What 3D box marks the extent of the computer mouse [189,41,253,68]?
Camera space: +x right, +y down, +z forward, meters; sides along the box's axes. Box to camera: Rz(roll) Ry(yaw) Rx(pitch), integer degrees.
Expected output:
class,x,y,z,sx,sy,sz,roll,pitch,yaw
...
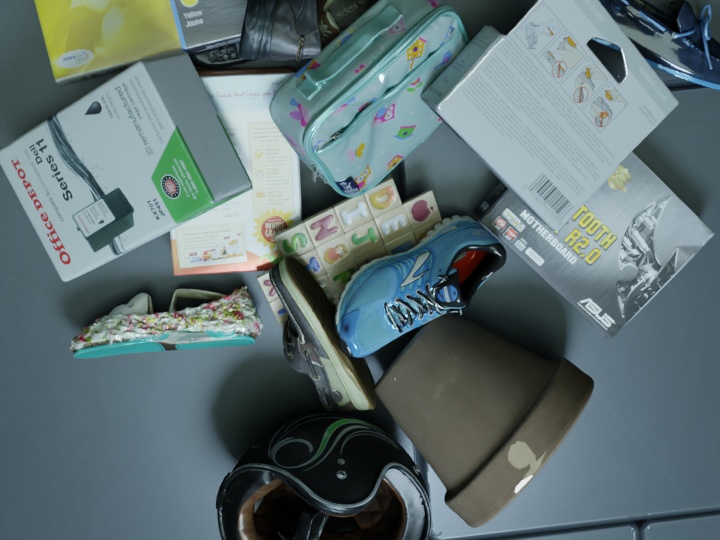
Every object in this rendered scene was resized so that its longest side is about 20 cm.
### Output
class,x,y,z,sx,sy,sz,roll,pitch,yaw
computer mouse,-0.078,-0.241,1.089,0.199,0.034,0.059,-13,96,-6

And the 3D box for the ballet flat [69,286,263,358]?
class,x,y,z,sx,sy,sz,roll,pitch,yaw
ballet flat,-0.202,0.053,1.151,0.199,0.076,0.064,-4,76,-8

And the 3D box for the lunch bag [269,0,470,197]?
class,x,y,z,sx,sy,sz,roll,pitch,yaw
lunch bag,0.015,-0.167,1.037,0.200,0.160,0.077,-44,66,-2

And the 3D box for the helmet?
class,x,y,z,sx,sy,sz,roll,pitch,yaw
helmet,-0.031,0.243,1.147,0.199,0.190,0.201,8,104,34

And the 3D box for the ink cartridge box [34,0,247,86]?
class,x,y,z,sx,sy,sz,roll,pitch,yaw
ink cartridge box,-0.213,-0.295,1.033,0.197,0.047,0.201,-15,97,0

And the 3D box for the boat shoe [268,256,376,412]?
class,x,y,z,sx,sy,sz,roll,pitch,yaw
boat shoe,-0.048,0.075,1.112,0.065,0.073,0.200,-22,120,11

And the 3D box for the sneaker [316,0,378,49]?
class,x,y,z,sx,sy,sz,roll,pitch,yaw
sneaker,0.038,-0.275,1.049,0.200,0.076,0.071,-39,101,-3

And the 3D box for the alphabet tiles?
class,x,y,z,sx,sy,sz,roll,pitch,yaw
alphabet tiles,0.000,0.000,1.138,0.199,0.006,0.167,-27,124,-6

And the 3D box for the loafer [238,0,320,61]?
class,x,y,z,sx,sy,sz,roll,pitch,yaw
loafer,-0.060,-0.269,1.015,0.072,0.073,0.201,12,63,-6

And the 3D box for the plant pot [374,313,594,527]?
class,x,y,z,sx,sy,sz,roll,pitch,yaw
plant pot,0.114,0.135,1.145,0.174,0.200,0.200,40,100,5

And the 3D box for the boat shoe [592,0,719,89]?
class,x,y,z,sx,sy,sz,roll,pitch,yaw
boat shoe,0.307,-0.235,1.088,0.199,0.084,0.069,17,116,-12

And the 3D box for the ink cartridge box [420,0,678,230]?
class,x,y,z,sx,sy,sz,roll,pitch,yaw
ink cartridge box,0.182,-0.161,1.044,0.174,0.044,0.200,-47,122,4

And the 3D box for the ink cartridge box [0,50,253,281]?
class,x,y,z,sx,sy,sz,roll,pitch,yaw
ink cartridge box,-0.225,-0.095,1.042,0.200,0.083,0.147,-25,96,28

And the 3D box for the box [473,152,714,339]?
class,x,y,z,sx,sy,sz,roll,pitch,yaw
box,0.244,-0.050,1.156,0.200,0.048,0.158,42,99,-14

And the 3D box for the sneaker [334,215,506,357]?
class,x,y,z,sx,sy,sz,roll,pitch,yaw
sneaker,0.061,0.017,1.094,0.200,0.090,0.079,-38,119,-14

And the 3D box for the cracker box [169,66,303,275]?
class,x,y,z,sx,sy,sz,roll,pitch,yaw
cracker box,-0.127,-0.100,1.108,0.133,0.058,0.201,-3,107,-5
